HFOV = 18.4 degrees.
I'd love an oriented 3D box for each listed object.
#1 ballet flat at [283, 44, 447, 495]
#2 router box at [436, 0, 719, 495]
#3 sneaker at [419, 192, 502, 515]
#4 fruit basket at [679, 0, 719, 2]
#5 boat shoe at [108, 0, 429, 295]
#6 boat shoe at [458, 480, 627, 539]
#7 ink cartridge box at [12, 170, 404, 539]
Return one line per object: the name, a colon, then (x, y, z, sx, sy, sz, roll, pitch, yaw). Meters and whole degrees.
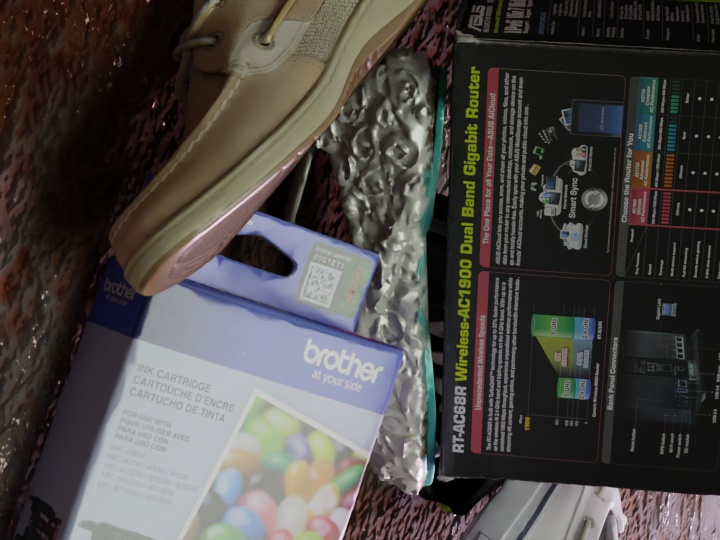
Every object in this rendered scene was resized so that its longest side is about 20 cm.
ballet flat: (0.000, 0.000, 0.905, 0.072, 0.072, 0.200, -37, 136, -49)
router box: (0.109, -0.008, 0.894, 0.062, 0.150, 0.200, -77, 169, -63)
sneaker: (0.044, 0.048, 1.004, 0.083, 0.072, 0.200, -56, 150, -27)
fruit basket: (0.157, -0.117, 0.973, 0.156, 0.215, 0.216, -57, 150, -30)
boat shoe: (-0.037, -0.071, 0.788, 0.200, 0.065, 0.072, -53, -176, -35)
boat shoe: (0.099, 0.128, 1.123, 0.074, 0.067, 0.200, -57, 172, 26)
ink cartridge box: (-0.057, 0.076, 0.813, 0.119, 0.042, 0.200, 20, 86, -37)
